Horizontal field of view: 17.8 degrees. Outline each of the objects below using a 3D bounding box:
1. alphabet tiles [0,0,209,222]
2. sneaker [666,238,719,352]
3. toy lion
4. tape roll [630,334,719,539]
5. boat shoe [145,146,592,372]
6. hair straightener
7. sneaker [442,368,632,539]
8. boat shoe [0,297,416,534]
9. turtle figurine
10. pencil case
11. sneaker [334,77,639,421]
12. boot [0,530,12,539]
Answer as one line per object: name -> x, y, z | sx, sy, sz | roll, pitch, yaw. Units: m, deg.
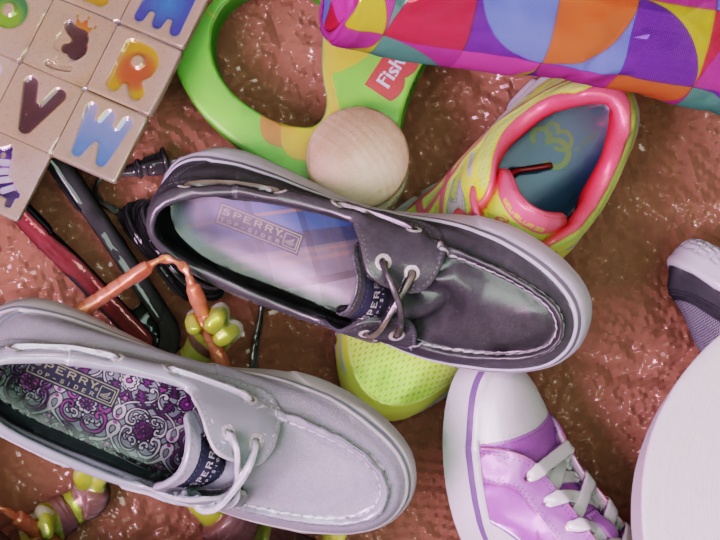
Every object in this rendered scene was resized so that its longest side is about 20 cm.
alphabet tiles -> -0.151, -0.128, 1.036 | 0.166, 0.006, 0.201 | 23, 80, 15
sneaker -> 0.180, 0.090, 1.063 | 0.114, 0.075, 0.200 | -37, 95, -6
toy lion -> -0.020, -0.151, 1.059 | 0.191, 0.069, 0.200 | 33, 88, 3
tape roll -> 0.216, 0.106, 0.989 | 0.202, 0.037, 0.204 | 0, 77, 0
boat shoe -> 0.000, 0.000, 0.992 | 0.199, 0.066, 0.070 | 23, 112, 7
hair straightener -> -0.108, -0.021, 1.058 | 0.077, 0.041, 0.200 | -42, 93, -3
sneaker -> 0.112, 0.127, 1.038 | 0.114, 0.073, 0.201 | -11, 102, 36
boat shoe -> -0.073, 0.072, 0.960 | 0.200, 0.072, 0.070 | 20, 109, -7
turtle figurine -> -0.088, 0.090, 1.046 | 0.161, 0.064, 0.200 | 33, 114, -10
pencil case -> 0.078, -0.120, 0.983 | 0.199, 0.088, 0.089 | 11, 89, -13
sneaker -> 0.056, -0.017, 1.047 | 0.078, 0.090, 0.200 | 36, 89, -5
boot -> -0.125, 0.131, 0.997 | 0.199, 0.069, 0.189 | 2, 125, 3
